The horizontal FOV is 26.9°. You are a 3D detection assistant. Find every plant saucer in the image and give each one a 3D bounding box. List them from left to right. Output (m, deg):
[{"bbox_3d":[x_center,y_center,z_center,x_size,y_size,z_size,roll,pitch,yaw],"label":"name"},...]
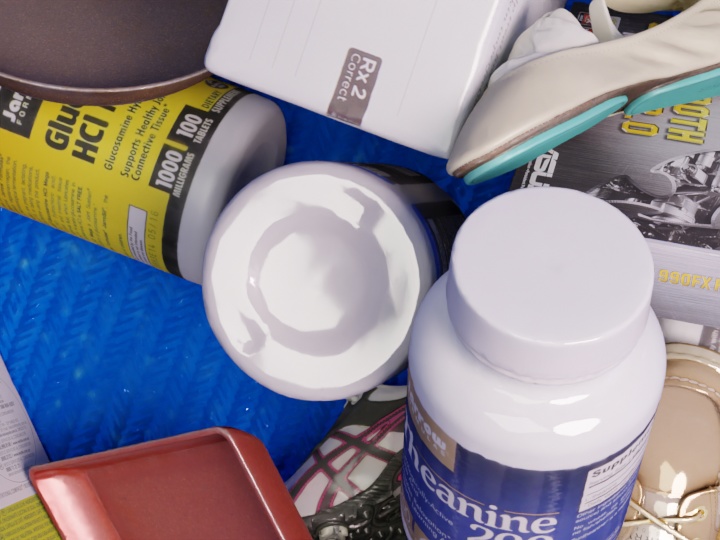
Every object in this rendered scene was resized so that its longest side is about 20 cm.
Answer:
[{"bbox_3d":[-0.149,-0.152,0.837,0.200,0.200,0.032,20,136,11],"label":"plant saucer"},{"bbox_3d":[-0.081,0.179,0.850,0.200,0.037,0.200,-17,103,47],"label":"plant saucer"}]

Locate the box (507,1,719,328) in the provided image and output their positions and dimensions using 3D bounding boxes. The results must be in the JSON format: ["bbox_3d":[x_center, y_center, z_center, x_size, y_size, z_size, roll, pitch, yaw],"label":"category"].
[{"bbox_3d":[0.164,-0.056,0.750,0.158,0.200,0.048,10,132,13],"label":"box"}]

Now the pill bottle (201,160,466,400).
[{"bbox_3d":[0.000,0.000,0.787,0.113,0.200,0.114,1,93,13],"label":"pill bottle"}]

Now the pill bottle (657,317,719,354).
[{"bbox_3d":[0.214,0.023,0.783,0.199,0.111,0.111,14,97,12],"label":"pill bottle"}]

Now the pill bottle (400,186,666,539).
[{"bbox_3d":[0.075,0.059,0.675,0.110,0.200,0.111,0,51,0],"label":"pill bottle"}]

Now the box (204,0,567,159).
[{"bbox_3d":[0.038,-0.169,0.766,0.130,0.200,0.200,21,99,11],"label":"box"}]

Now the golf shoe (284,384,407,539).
[{"bbox_3d":[0.002,0.117,0.871,0.199,0.077,0.088,-25,57,22],"label":"golf shoe"}]

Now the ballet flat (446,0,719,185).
[{"bbox_3d":[0.111,-0.096,0.704,0.069,0.199,0.070,34,134,44],"label":"ballet flat"}]

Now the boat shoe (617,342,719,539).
[{"bbox_3d":[0.158,0.127,0.777,0.073,0.069,0.201,13,132,17],"label":"boat shoe"}]

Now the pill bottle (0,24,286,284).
[{"bbox_3d":[-0.152,-0.075,0.862,0.199,0.112,0.113,20,98,11],"label":"pill bottle"}]

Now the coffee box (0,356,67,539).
[{"bbox_3d":[-0.295,0.176,0.869,0.199,0.200,0.198,-27,87,13],"label":"coffee box"}]
